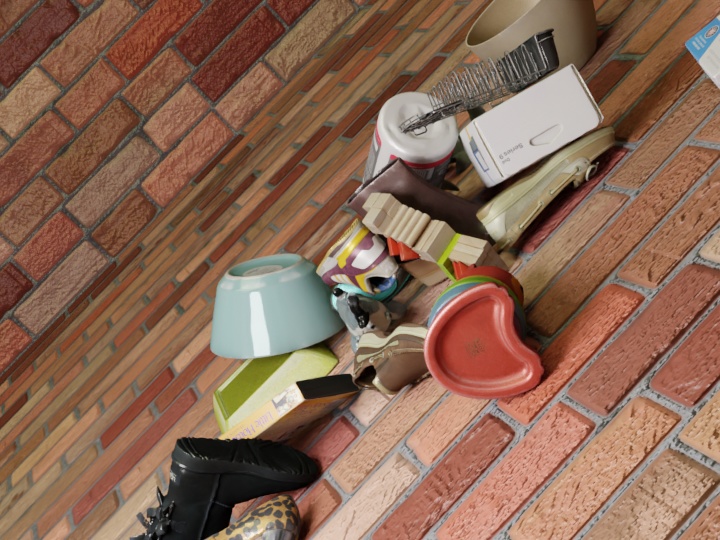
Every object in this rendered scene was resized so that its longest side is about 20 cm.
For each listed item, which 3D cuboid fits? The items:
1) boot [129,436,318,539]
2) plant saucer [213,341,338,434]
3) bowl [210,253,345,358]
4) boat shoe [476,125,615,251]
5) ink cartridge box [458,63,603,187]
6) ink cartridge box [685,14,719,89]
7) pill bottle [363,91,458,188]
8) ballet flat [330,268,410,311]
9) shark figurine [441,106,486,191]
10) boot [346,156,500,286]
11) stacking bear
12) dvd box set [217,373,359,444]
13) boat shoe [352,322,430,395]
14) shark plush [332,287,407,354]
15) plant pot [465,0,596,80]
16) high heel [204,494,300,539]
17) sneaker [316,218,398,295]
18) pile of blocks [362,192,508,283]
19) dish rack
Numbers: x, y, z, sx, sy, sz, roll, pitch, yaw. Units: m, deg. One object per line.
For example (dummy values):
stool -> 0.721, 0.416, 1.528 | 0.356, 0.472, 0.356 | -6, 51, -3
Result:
boot -> -0.161, 0.282, 1.576 | 0.073, 0.197, 0.163 | 43, 119, 54
plant saucer -> -0.136, 0.159, 1.901 | 0.200, 0.048, 0.200 | -45, 17, -1
bowl -> -0.125, 0.041, 1.903 | 0.199, 0.106, 0.201 | -10, 14, 2
boat shoe -> 0.238, -0.104, 1.650 | 0.200, 0.063, 0.073 | -35, 0, -8
ink cartridge box -> 0.211, -0.179, 1.695 | 0.145, 0.088, 0.200 | -30, 3, 0
ink cartridge box -> 0.466, -0.262, 1.444 | 0.200, 0.086, 0.147 | -41, 18, 16
pill bottle -> 0.063, -0.143, 1.840 | 0.111, 0.110, 0.200 | -55, -10, -31
ballet flat -> 0.046, -0.006, 1.865 | 0.200, 0.067, 0.070 | -41, -7, 10
shark figurine -> 0.139, -0.150, 1.870 | 0.214, 0.128, 0.090 | -30, 32, 42
boot -> 0.102, -0.081, 1.708 | 0.199, 0.166, 0.073 | -34, 20, 25
stacking bear -> 0.132, 0.052, 1.453 | 0.113, 0.122, 0.200 | -23, 12, 15
dvd box set -> -0.111, 0.196, 1.668 | 0.200, 0.030, 0.146 | -37, -16, 23
boat shoe -> 0.049, 0.113, 1.572 | 0.075, 0.074, 0.202 | -64, 16, -17
shark plush -> -0.011, 0.057, 1.702 | 0.091, 0.083, 0.200 | -46, -8, 9
plant pot -> 0.274, -0.355, 1.999 | 0.200, 0.135, 0.201 | -39, 17, 15
high heel -> -0.166, 0.310, 1.513 | 0.199, 0.072, 0.143 | 0, 44, 23
sneaker -> 0.000, 0.000, 1.751 | 0.075, 0.090, 0.200 | -47, -3, -10
pile of blocks -> 0.081, -0.026, 1.653 | 0.062, 0.199, 0.082 | -55, -25, -15
dish rack -> 0.139, -0.224, 1.643 | 0.199, 0.055, 0.153 | -23, -1, -14
